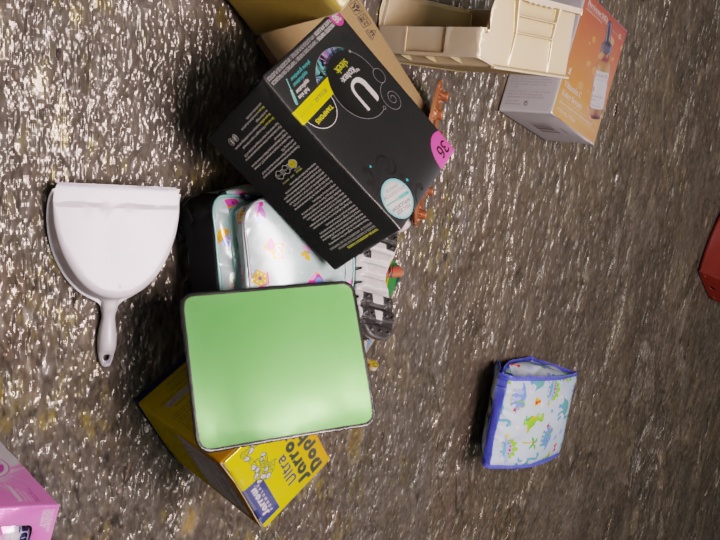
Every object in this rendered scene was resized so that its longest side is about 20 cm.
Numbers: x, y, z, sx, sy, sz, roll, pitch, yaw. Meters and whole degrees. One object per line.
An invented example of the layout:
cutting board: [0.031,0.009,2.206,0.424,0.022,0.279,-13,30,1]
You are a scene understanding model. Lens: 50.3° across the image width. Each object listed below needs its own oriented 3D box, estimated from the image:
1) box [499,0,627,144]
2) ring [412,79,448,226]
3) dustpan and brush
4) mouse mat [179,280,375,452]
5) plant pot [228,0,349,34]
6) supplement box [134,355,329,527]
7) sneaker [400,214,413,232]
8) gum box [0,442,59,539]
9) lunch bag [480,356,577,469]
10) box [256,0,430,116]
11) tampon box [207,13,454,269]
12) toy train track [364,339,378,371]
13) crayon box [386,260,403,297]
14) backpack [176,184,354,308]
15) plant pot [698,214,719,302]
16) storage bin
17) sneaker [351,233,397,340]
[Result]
box: [0.337,-0.332,1.270,0.151,0.106,0.203,16,91,-44]
ring: [0.099,-0.161,1.068,0.200,0.019,0.203,11,90,-84]
dustpan and brush: [-0.269,0.009,0.832,0.138,0.057,0.203,-1,96,-32]
mouse mat: [-0.084,0.095,0.806,0.197,0.008,0.163,-4,77,-25]
plant pot: [-0.088,-0.399,0.798,0.200,0.193,0.197,38,75,-33]
supplement box: [-0.150,0.182,0.882,0.109,0.199,0.110,-41,127,-27]
sneaker: [0.012,-0.142,1.038,0.104,0.075,0.203,-19,111,-36]
gum box: [-0.364,0.205,0.683,0.113,0.199,0.067,15,91,-46]
lunch bag: [0.284,0.253,1.368,0.199,0.126,0.173,-2,103,-53]
box: [-0.016,-0.240,0.961,0.163,0.021,0.201,-41,104,-30]
tampon box: [-0.027,-0.135,0.819,0.200,0.126,0.150,46,51,-13]
toy train track: [0.011,0.127,1.077,0.200,0.032,0.115,-55,172,-53]
crayon box: [-0.033,0.048,1.061,0.127,0.050,0.201,42,73,-42]
backpack: [-0.095,-0.018,0.912,0.199,0.152,0.179,-12,99,-44]
plant pot: [0.961,-0.006,1.910,0.177,0.200,0.200,-49,131,-6]
storage bin: [0.155,-0.319,1.036,0.197,0.199,0.095,-6,108,-42]
sneaker: [0.000,0.000,1.000,0.066,0.090,0.203,17,64,-33]
